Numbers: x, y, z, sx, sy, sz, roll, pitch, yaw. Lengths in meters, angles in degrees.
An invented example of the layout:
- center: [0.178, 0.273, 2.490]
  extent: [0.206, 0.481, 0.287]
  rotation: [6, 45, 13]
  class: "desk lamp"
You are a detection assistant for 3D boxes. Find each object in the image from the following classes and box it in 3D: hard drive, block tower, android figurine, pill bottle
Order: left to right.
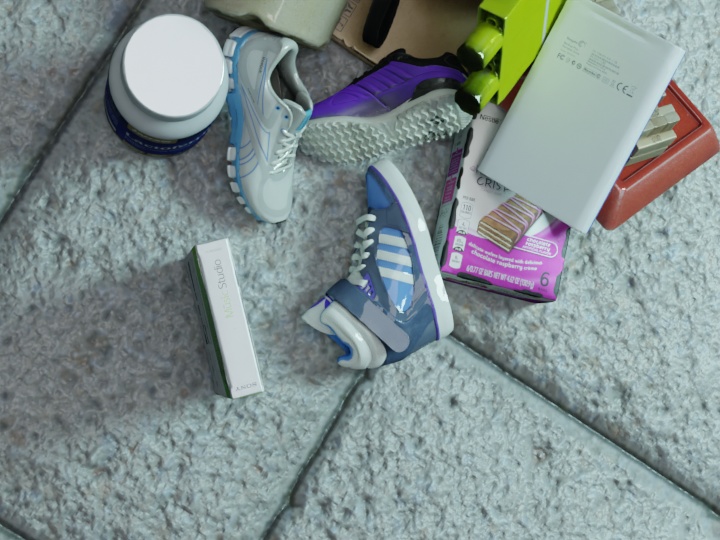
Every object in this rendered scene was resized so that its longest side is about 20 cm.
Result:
- center: [-0.188, -0.178, 1.408]
  extent: [0.114, 0.200, 0.118]
  rotation: [1, 86, -11]
  class: "pill bottle"
- center: [0.154, -0.248, 1.424]
  extent: [0.041, 0.183, 0.201]
  rotation: [26, 62, 18]
  class: "android figurine"
- center: [0.218, -0.158, 1.456]
  extent: [0.131, 0.025, 0.202]
  rotation: [33, 102, 25]
  class: "hard drive"
- center: [0.255, -0.210, 1.500]
  extent: [0.057, 0.054, 0.202]
  rotation: [-17, 71, -28]
  class: "block tower"

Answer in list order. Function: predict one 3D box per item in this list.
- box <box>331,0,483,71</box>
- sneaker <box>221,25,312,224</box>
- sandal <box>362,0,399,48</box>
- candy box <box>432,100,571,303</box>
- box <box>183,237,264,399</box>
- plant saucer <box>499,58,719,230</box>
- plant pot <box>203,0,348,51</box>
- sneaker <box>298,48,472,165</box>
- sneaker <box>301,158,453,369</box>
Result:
- center: [0.072, -0.296, 1.562]
  extent: [0.162, 0.021, 0.201]
  rotation: [32, 80, -8]
  class: "box"
- center: [-0.085, -0.140, 1.457]
  extent: [0.075, 0.086, 0.203]
  rotation: [-31, 122, -47]
  class: "sneaker"
- center: [0.057, -0.320, 1.483]
  extent: [0.047, 0.075, 0.203]
  rotation: [23, 114, 8]
  class: "sandal"
- center: [0.158, -0.079, 1.546]
  extent: [0.135, 0.061, 0.203]
  rotation: [13, 83, -13]
  class: "candy box"
- center: [-0.134, 0.048, 1.405]
  extent: [0.036, 0.200, 0.146]
  rotation: [-13, 90, -9]
  class: "box"
- center: [0.266, -0.168, 1.535]
  extent: [0.199, 0.037, 0.200]
  rotation: [-33, 78, -30]
  class: "plant saucer"
- center: [-0.067, -0.327, 1.462]
  extent: [0.198, 0.200, 0.186]
  rotation: [18, 94, -10]
  class: "plant pot"
- center: [0.021, -0.177, 1.509]
  extent: [0.197, 0.070, 0.101]
  rotation: [-10, 54, 15]
  class: "sneaker"
- center: [0.000, 0.000, 1.498]
  extent: [0.145, 0.081, 0.203]
  rotation: [-20, 90, -12]
  class: "sneaker"
